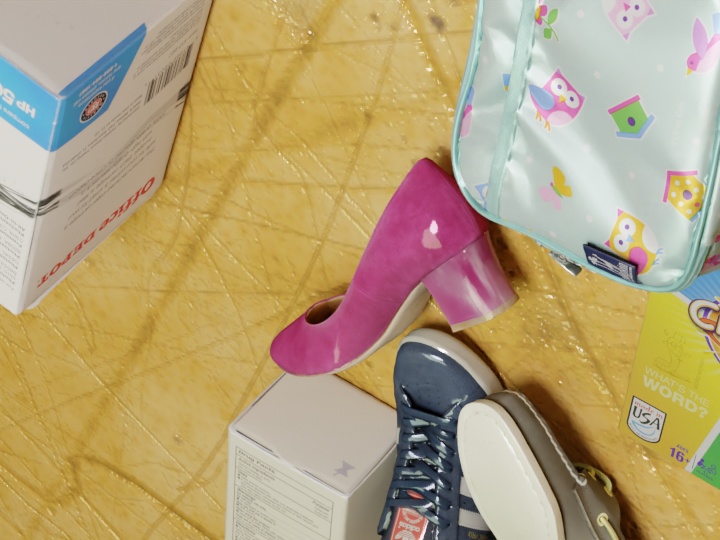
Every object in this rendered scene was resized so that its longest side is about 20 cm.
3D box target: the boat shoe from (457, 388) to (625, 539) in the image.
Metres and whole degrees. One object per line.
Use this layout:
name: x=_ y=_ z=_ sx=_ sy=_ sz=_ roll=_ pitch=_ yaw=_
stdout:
boat shoe: x=0.119 y=0.148 z=1.573 sx=0.072 sy=0.060 sz=0.202 roll=7 pitch=128 yaw=55

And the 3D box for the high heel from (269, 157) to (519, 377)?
high heel: x=0.000 y=0.000 z=1.547 sx=0.200 sy=0.067 sz=0.096 roll=-17 pitch=106 yaw=53

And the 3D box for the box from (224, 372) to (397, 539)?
box: x=-0.029 y=0.162 z=1.712 sx=0.095 sy=0.078 sz=0.201 roll=30 pitch=140 yaw=21

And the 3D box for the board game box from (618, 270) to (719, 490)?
board game box: x=0.218 y=0.042 z=1.393 sx=0.153 sy=0.040 sz=0.201 roll=30 pitch=140 yaw=21

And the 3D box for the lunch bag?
lunch bag: x=0.122 y=-0.094 z=1.294 sx=0.160 sy=0.077 sz=0.201 roll=26 pitch=121 yaw=27

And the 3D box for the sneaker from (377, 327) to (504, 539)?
sneaker: x=0.043 y=0.129 z=1.607 sx=0.075 sy=0.085 sz=0.201 roll=17 pitch=134 yaw=33

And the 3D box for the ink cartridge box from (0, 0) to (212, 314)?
ink cartridge box: x=-0.169 y=-0.093 z=1.555 sx=0.084 sy=0.146 sz=0.200 roll=36 pitch=142 yaw=11
